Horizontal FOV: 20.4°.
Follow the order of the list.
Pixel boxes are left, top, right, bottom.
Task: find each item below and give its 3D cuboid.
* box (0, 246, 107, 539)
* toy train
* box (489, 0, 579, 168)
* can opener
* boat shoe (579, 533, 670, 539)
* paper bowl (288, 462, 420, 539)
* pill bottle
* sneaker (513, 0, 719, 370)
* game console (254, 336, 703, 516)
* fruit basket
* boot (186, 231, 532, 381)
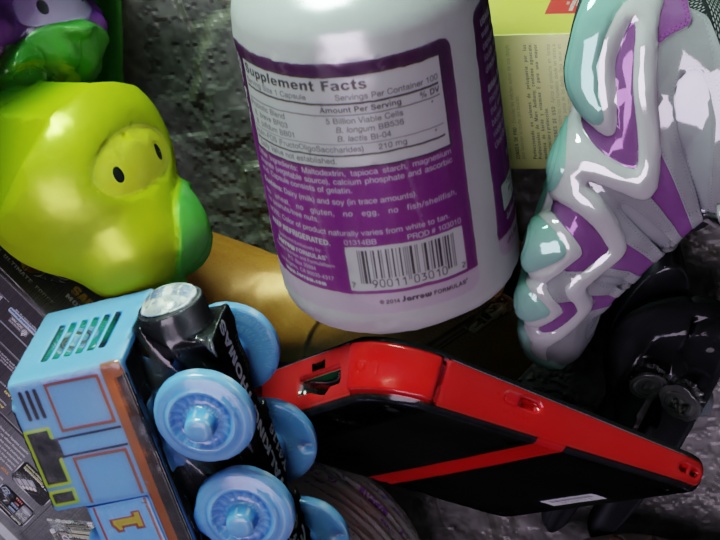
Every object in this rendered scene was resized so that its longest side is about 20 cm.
[{"bbox_3d":[-0.162,0.089,1.016,0.200,0.048,0.158,44,120,-3],"label":"box"},{"bbox_3d":[-0.079,0.100,0.916,0.113,0.087,0.201,-12,115,16],"label":"toy train"},{"bbox_3d":[0.112,-0.088,0.930,0.198,0.050,0.076,0,121,18],"label":"box"},{"bbox_3d":[0.141,0.076,1.018,0.063,0.079,0.201,16,134,3],"label":"can opener"},{"bbox_3d":[0.179,0.191,1.060,0.198,0.075,0.074,3,131,3],"label":"boat shoe"},{"bbox_3d":[-0.057,0.174,1.116,0.199,0.105,0.202,8,124,12],"label":"paper bowl"},{"bbox_3d":[0.004,-0.083,0.868,0.111,0.113,0.201,0,121,17],"label":"pill bottle"},{"bbox_3d":[0.147,-0.027,0.880,0.139,0.078,0.201,15,126,8],"label":"sneaker"},{"bbox_3d":[0.045,0.080,0.973,0.176,0.031,0.200,18,164,-20],"label":"game console"},{"bbox_3d":[-0.159,-0.074,0.929,0.214,0.216,0.157,9,124,12],"label":"fruit basket"},{"bbox_3d":[0.000,0.001,1.006,0.200,0.071,0.144,32,132,-18],"label":"boot"}]
